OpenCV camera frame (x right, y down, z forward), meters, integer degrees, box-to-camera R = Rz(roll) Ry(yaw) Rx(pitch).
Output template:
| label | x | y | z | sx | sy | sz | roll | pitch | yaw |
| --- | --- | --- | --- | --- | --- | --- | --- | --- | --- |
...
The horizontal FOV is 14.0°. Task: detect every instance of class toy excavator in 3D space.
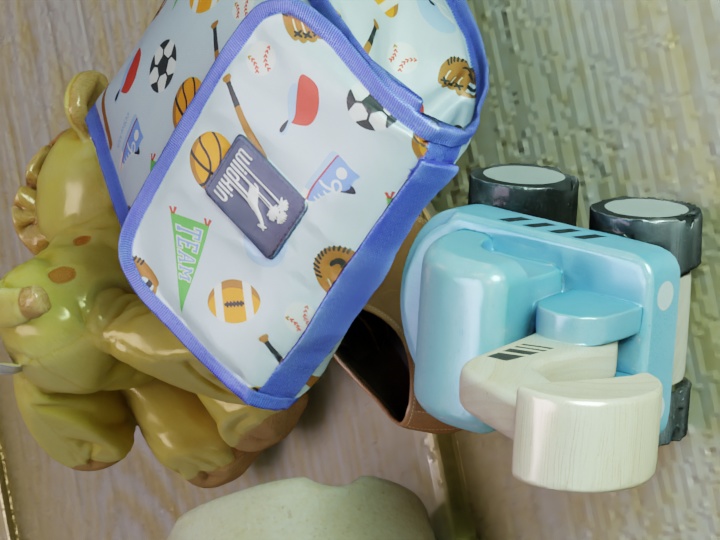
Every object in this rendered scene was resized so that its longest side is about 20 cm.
| label | x | y | z | sx | sy | sz | roll | pitch | yaw |
| --- | --- | --- | --- | --- | --- | --- | --- | --- | --- |
| toy excavator | 0.071 | 0.034 | 1.165 | 0.194 | 0.200 | 0.100 | 15 | 110 | 37 |

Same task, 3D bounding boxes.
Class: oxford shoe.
| label | x | y | z | sx | sy | sz | roll | pitch | yaw |
| --- | --- | --- | --- | --- | --- | --- | --- | --- | --- |
| oxford shoe | 0.000 | 0.000 | 1.377 | 0.200 | 0.071 | 0.072 | 53 | 139 | 40 |

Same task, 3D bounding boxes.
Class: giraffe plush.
| label | x | y | z | sx | sy | sz | roll | pitch | yaw |
| --- | --- | --- | --- | --- | --- | --- | --- | --- | --- |
| giraffe plush | -0.119 | -0.003 | 1.501 | 0.173 | 0.199 | 0.163 | 133 | 151 | -54 |

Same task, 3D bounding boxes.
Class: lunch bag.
| label | x | y | z | sx | sy | sz | roll | pitch | yaw |
| --- | --- | --- | --- | --- | --- | --- | --- | --- | --- |
| lunch bag | -0.030 | -0.061 | 1.298 | 0.170 | 0.123 | 0.200 | -56 | 36 | 29 |

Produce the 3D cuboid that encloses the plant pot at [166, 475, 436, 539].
| label | x | y | z | sx | sy | sz | roll | pitch | yaw |
| --- | --- | --- | --- | --- | --- | --- | --- | --- | --- |
| plant pot | -0.018 | 0.202 | 1.361 | 0.200 | 0.200 | 0.184 | -45 | 48 | 50 |
